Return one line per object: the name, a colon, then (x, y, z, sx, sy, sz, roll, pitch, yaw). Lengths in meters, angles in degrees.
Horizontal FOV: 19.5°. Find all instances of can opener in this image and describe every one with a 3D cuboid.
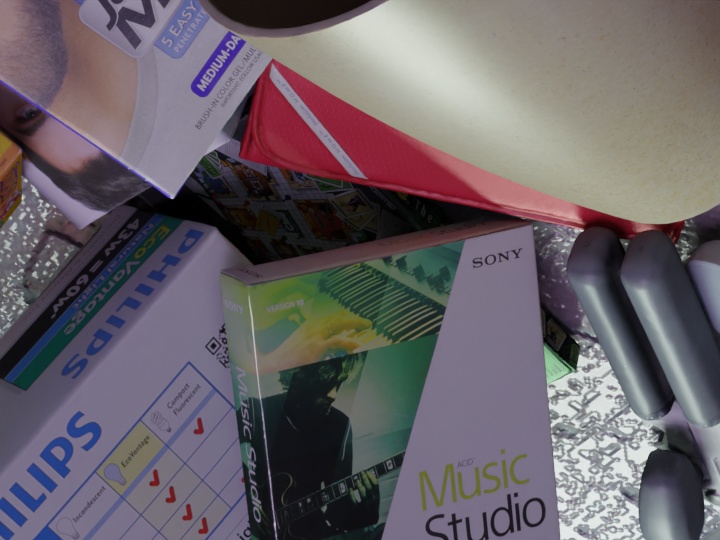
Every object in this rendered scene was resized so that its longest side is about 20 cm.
can opener: (0.143, 0.060, 0.960, 0.053, 0.067, 0.200, 4, 139, 30)

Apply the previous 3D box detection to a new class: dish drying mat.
dish drying mat: (0.051, -0.055, 0.901, 0.200, 0.018, 0.077, 12, 133, -5)

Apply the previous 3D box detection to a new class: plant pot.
plant pot: (0.071, -0.109, 0.774, 0.187, 0.187, 0.200, -23, 136, 32)

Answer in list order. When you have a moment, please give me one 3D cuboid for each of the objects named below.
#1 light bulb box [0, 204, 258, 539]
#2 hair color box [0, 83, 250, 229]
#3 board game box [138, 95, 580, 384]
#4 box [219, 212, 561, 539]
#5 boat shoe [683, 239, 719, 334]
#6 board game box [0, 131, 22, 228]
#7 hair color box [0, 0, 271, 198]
light bulb box: (-0.088, 0.108, 0.968, 0.200, 0.198, 0.125, 47, 165, -25)
hair color box: (-0.148, -0.119, 0.890, 0.099, 0.061, 0.200, -28, 120, 34)
board game box: (0.000, 0.000, 0.982, 0.105, 0.023, 0.200, -31, 116, 33)
box: (0.018, 0.085, 0.929, 0.036, 0.144, 0.200, 15, 115, 61)
boat shoe: (0.238, 0.023, 0.901, 0.199, 0.068, 0.074, 22, 151, 31)
board game box: (-0.231, -0.094, 0.905, 0.200, 0.030, 0.096, 36, 166, -1)
hair color box: (-0.125, -0.129, 0.804, 0.200, 0.065, 0.109, 34, 93, -22)
